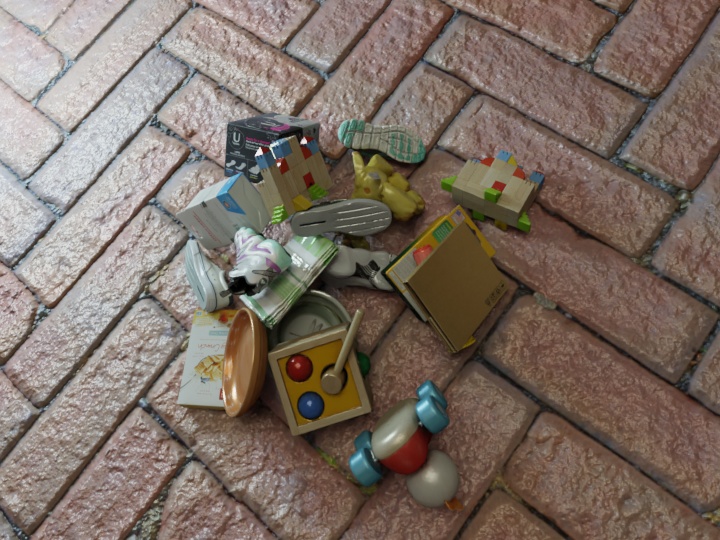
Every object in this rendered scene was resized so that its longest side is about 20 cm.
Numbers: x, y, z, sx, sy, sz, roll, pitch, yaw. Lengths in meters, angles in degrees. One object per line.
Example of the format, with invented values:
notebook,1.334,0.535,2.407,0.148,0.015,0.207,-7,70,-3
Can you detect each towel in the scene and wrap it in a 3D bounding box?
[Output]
towel,-0.144,0.004,1.405,0.201,0.031,0.149,-50,38,-5

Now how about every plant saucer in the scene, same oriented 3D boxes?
plant saucer,-0.216,0.173,1.360,0.037,0.200,0.204,9,63,-24
plant saucer,-0.104,0.135,1.426,0.195,0.050,0.205,0,93,3

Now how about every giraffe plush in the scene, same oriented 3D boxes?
giraffe plush,0.014,-0.129,1.494,0.163,0.199,0.173,-49,65,21

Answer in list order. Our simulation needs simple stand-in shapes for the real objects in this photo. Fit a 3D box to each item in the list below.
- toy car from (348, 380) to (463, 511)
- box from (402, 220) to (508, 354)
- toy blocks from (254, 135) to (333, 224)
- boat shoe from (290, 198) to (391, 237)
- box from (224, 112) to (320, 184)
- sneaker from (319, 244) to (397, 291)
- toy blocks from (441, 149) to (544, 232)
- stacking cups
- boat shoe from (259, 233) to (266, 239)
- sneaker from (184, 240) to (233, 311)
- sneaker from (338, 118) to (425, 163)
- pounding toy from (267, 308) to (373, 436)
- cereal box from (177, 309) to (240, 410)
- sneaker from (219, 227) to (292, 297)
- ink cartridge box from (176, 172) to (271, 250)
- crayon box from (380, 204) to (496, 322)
toy car,0.111,0.339,1.278,0.183,0.177,0.201,-38,92,8
box,0.182,0.027,1.350,0.165,0.021,0.200,53,55,-10
toy blocks,-0.136,-0.195,1.411,0.099,0.139,0.200,-6,24,40
boat shoe,-0.038,-0.111,1.399,0.195,0.073,0.071,-2,27,3
box,-0.184,-0.263,1.549,0.130,0.200,0.117,15,113,19
sneaker,0.000,0.000,1.472,0.196,0.115,0.077,13,78,-21
toy blocks,0.283,-0.180,1.480,0.197,0.101,0.138,25,65,23
stacking cups,0.152,0.052,1.376,0.060,0.061,0.203,-24,90,1
boat shoe,-0.185,0.002,1.513,0.074,0.073,0.202,-31,57,3
sneaker,-0.326,0.013,1.552,0.070,0.074,0.202,-1,44,-32
sneaker,0.045,-0.279,1.585,0.196,0.091,0.079,15,87,-7
pounding toy,-0.057,0.180,1.330,0.196,0.142,0.188,-18,93,5
cereal box,-0.285,0.180,1.478,0.141,0.040,0.204,0,67,13
sneaker,-0.229,-0.005,1.412,0.140,0.078,0.199,-50,30,-13
ink cartridge box,-0.289,-0.121,1.539,0.198,0.117,0.068,-13,36,43
crayon box,0.153,-0.015,1.424,0.200,0.052,0.126,-42,99,-7
